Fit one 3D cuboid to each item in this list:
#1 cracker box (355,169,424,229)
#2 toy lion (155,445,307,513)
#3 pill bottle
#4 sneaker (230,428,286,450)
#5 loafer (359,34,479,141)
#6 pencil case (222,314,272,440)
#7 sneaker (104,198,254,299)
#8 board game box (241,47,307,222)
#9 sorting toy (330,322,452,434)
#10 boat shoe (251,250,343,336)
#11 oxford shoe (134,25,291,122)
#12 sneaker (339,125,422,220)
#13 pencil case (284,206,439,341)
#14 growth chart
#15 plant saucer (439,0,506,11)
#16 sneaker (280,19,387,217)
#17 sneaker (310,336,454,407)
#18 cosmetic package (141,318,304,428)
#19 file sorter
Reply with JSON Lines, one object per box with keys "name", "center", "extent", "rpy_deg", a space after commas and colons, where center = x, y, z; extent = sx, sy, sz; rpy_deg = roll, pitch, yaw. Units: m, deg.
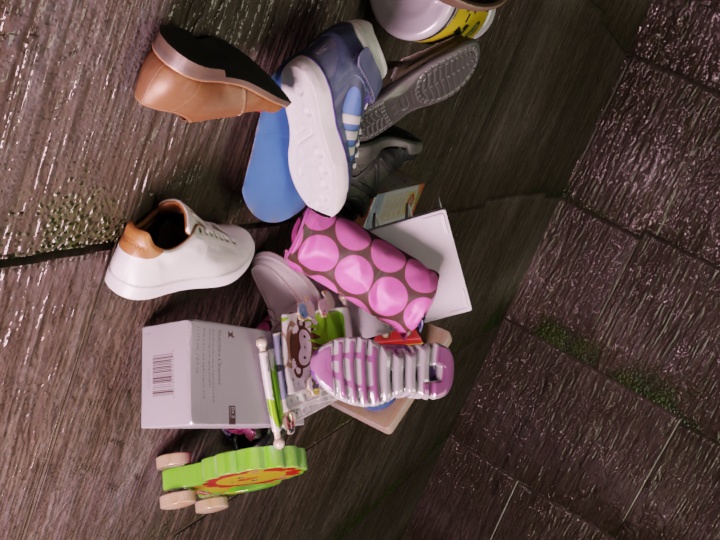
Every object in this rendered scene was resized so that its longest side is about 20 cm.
{"name": "cracker box", "center": [0.019, -0.077, 1.298], "extent": [0.199, 0.057, 0.136], "rpy_deg": [-23, 138, -63]}
{"name": "toy lion", "center": [-0.158, 0.268, 1.109], "extent": [0.200, 0.188, 0.070], "rpy_deg": [61, 18, -69]}
{"name": "pill bottle", "center": [0.099, -0.344, 1.059], "extent": [0.199, 0.113, 0.116], "rpy_deg": [-23, 138, -62]}
{"name": "sneaker", "center": [-0.127, 0.198, 1.262], "extent": [0.201, 0.076, 0.114], "rpy_deg": [-53, 166, -10]}
{"name": "loafer", "center": [0.056, -0.238, 1.032], "extent": [0.198, 0.070, 0.076], "rpy_deg": [-29, 151, -8]}
{"name": "pencil case", "center": [-0.123, 0.128, 1.126], "extent": [0.200, 0.093, 0.091], "rpy_deg": [-50, 163, -34]}
{"name": "sneaker", "center": [-0.165, -0.031, 0.850], "extent": [0.199, 0.072, 0.086], "rpy_deg": [-24, 141, -59]}
{"name": "board game box", "center": [-0.086, -0.156, 0.948], "extent": [0.157, 0.038, 0.204], "rpy_deg": [-15, 124, -60]}
{"name": "sorting toy", "center": [0.016, 0.135, 1.388], "extent": [0.201, 0.196, 0.070], "rpy_deg": [-52, 144, -25]}
{"name": "boat shoe", "center": [-0.080, 0.068, 1.067], "extent": [0.070, 0.201, 0.069], "rpy_deg": [-16, -154, 47]}
{"name": "oxford shoe", "center": [-0.135, -0.168, 0.775], "extent": [0.071, 0.072, 0.199], "rpy_deg": [-49, 160, 20]}
{"name": "sneaker", "center": [0.009, -0.139, 1.143], "extent": [0.199, 0.076, 0.116], "rpy_deg": [-27, 143, -55]}
{"name": "pencil case", "center": [0.000, 0.000, 1.039], "extent": [0.094, 0.198, 0.091], "rpy_deg": [-56, -173, 17]}
{"name": "growth chart", "center": [-0.059, 0.107, 1.013], "extent": [0.199, 0.017, 0.148], "rpy_deg": [-24, 103, -55]}
{"name": "plant saucer", "center": [0.094, -0.375, 0.934], "extent": [0.029, 0.201, 0.200], "rpy_deg": [-27, -168, 47]}
{"name": "sneaker", "center": [-0.012, -0.174, 0.933], "extent": [0.146, 0.080, 0.202], "rpy_deg": [-43, 142, -33]}
{"name": "sneaker", "center": [0.018, 0.124, 1.046], "extent": [0.197, 0.088, 0.082], "rpy_deg": [6, 86, -32]}
{"name": "cosmetic package", "center": [-0.151, 0.123, 0.956], "extent": [0.199, 0.080, 0.115], "rpy_deg": [12, 72, -55]}
{"name": "file sorter", "center": [0.037, -0.006, 1.148], "extent": [0.125, 0.196, 0.141], "rpy_deg": [-79, 152, -71]}
